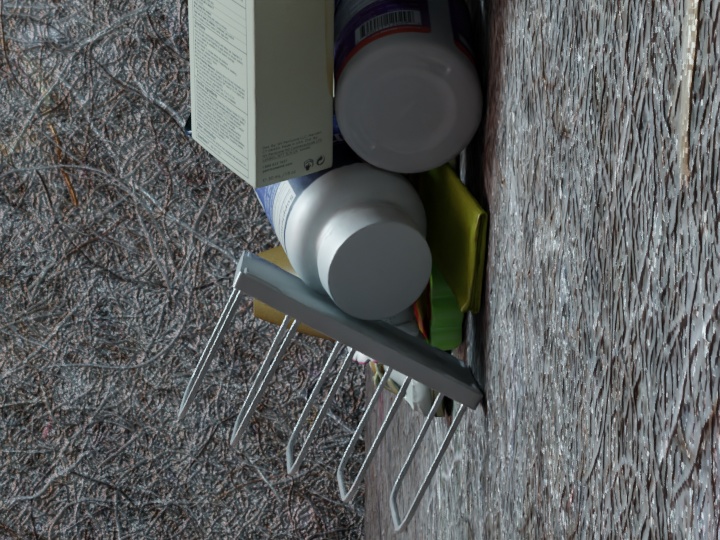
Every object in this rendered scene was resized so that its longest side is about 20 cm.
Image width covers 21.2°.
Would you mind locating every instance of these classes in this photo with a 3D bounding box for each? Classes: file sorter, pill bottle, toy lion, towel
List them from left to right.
[{"bbox_3d":[-0.028,0.091,1.456,0.125,0.199,0.139,-62,5,5],"label":"file sorter"},{"bbox_3d":[-0.013,-0.047,1.485,0.200,0.110,0.112,-120,27,-56],"label":"pill bottle"},{"bbox_3d":[0.033,-0.170,1.480,0.201,0.110,0.112,-92,3,-57],"label":"pill bottle"},{"bbox_3d":[0.056,-0.009,1.639,0.201,0.068,0.193,93,169,-55],"label":"toy lion"},{"bbox_3d":[0.055,-0.051,1.471,0.200,0.018,0.087,-120,28,-57],"label":"towel"}]

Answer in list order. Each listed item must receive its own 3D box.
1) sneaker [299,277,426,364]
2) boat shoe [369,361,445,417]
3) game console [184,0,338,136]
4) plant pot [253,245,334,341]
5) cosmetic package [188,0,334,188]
[{"bbox_3d":[0.000,0.000,1.619,0.200,0.081,0.089,-137,37,-60],"label":"sneaker"},{"bbox_3d":[0.042,0.086,1.762,0.200,0.068,0.076,-100,10,-78],"label":"boat shoe"},{"bbox_3d":[-0.069,-0.225,1.559,0.201,0.117,0.172,-72,-14,-45],"label":"game console"},{"bbox_3d":[-0.061,0.023,2.882,0.186,0.198,0.189,-179,90,-89],"label":"plant pot"},{"bbox_3d":[-0.072,-0.175,1.397,0.105,0.071,0.202,40,137,45],"label":"cosmetic package"}]
